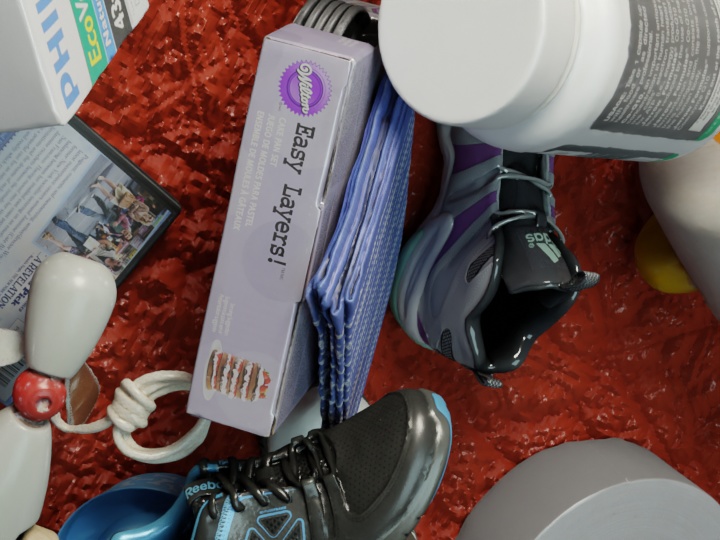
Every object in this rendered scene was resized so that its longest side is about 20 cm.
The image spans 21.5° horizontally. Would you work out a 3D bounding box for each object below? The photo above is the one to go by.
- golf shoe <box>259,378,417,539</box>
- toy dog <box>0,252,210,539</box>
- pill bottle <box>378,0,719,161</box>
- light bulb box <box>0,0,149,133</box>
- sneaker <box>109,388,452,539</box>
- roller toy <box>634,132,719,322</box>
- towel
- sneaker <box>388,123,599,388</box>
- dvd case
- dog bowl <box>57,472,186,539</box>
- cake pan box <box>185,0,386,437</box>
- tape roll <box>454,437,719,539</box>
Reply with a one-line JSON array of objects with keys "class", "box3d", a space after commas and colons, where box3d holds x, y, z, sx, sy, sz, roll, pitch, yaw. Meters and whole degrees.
[{"class": "golf shoe", "box3d": [0.004, 0.149, 1.104, 0.077, 0.094, 0.201, -28, 119, -14]}, {"class": "toy dog", "box3d": [-0.181, 0.084, 0.974, 0.200, 0.096, 0.132, -46, 116, 0]}, {"class": "pill bottle", "box3d": [0.104, -0.114, 0.942, 0.199, 0.113, 0.114, 0, 112, -54]}, {"class": "light bulb box", "box3d": [-0.217, -0.161, 0.782, 0.198, 0.125, 0.200, -4, 120, 16]}, {"class": "sneaker", "box3d": [-0.041, 0.122, 0.955, 0.200, 0.073, 0.082, -39, 123, 14]}, {"class": "roller toy", "box3d": [0.266, -0.049, 1.108, 0.200, 0.182, 0.140, -41, 124, -8]}, {"class": "towel", "box3d": [0.000, 0.000, 0.978, 0.024, 0.200, 0.146, 14, 63, 6]}, {"class": "sneaker", "box3d": [0.093, -0.032, 1.046, 0.077, 0.140, 0.202, 5, 108, -29]}, {"class": "dvd case", "box3d": [-0.203, -0.036, 0.961, 0.143, 0.018, 0.200, -50, 123, -2]}, {"class": "dog bowl", "box3d": [-0.073, 0.181, 1.051, 0.198, 0.050, 0.112, 22, 107, -1]}, {"class": "cake pan box", "box3d": [-0.025, -0.037, 0.966, 0.052, 0.184, 0.202, 15, 107, 6]}, {"class": "tape roll", "box3d": [0.148, 0.212, 1.223, 0.198, 0.066, 0.202, -10, 114, -24]}]
